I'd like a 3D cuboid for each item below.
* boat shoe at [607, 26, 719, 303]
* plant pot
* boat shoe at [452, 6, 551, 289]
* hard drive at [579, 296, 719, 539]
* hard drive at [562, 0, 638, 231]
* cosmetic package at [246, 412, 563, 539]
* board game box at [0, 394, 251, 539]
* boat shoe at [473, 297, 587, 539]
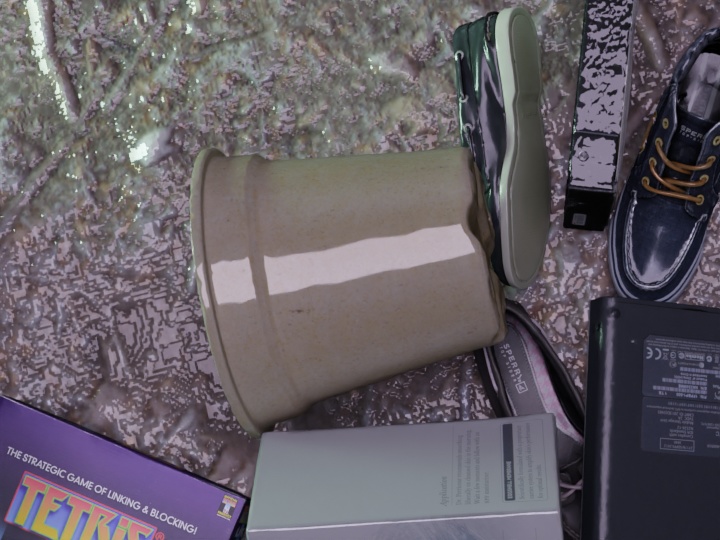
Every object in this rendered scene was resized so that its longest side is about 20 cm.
[{"bbox_3d":[0.224,-0.073,1.263,0.070,0.091,0.202,16,82,8],"label":"boat shoe"},{"bbox_3d":[0.000,0.000,1.209,0.182,0.200,0.203,-10,79,9],"label":"plant pot"},{"bbox_3d":[0.094,-0.087,1.292,0.066,0.074,0.202,-2,95,31],"label":"boat shoe"},{"bbox_3d":[0.223,0.126,1.237,0.138,0.033,0.202,6,80,-16],"label":"hard drive"},{"bbox_3d":[0.171,-0.139,1.256,0.037,0.140,0.202,5,80,6],"label":"hard drive"},{"bbox_3d":[0.037,0.214,1.172,0.198,0.123,0.201,-4,116,6],"label":"cosmetic package"},{"bbox_3d":[-0.197,0.203,1.275,0.198,0.057,0.167,21,84,9],"label":"board game box"},{"bbox_3d":[0.132,0.113,1.257,0.066,0.057,0.201,-26,79,1],"label":"boat shoe"}]
